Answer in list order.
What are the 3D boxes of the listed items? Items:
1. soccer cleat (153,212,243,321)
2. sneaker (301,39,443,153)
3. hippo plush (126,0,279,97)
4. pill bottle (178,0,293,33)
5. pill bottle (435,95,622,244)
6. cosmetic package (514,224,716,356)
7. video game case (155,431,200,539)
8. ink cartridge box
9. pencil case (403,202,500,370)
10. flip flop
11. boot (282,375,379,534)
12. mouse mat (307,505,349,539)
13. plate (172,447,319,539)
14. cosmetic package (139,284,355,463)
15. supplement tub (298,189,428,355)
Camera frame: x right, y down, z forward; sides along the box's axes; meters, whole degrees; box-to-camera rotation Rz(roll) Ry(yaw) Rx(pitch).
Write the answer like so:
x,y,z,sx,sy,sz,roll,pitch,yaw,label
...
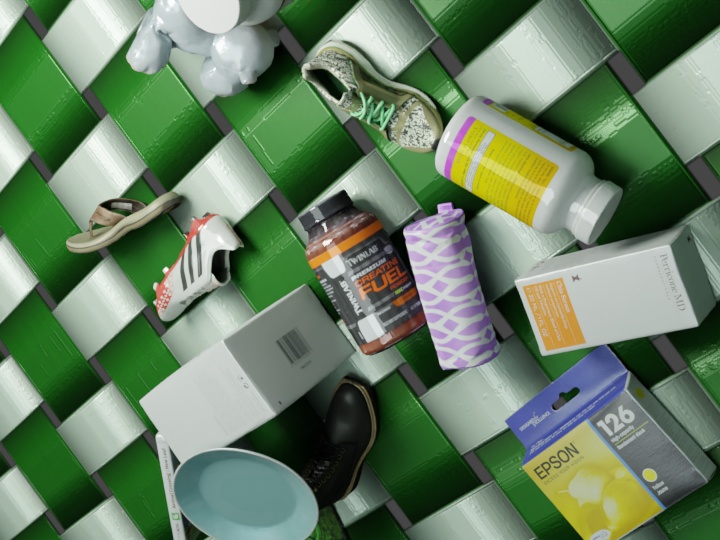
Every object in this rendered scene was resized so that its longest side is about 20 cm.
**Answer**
x,y,z,sx,sy,sz,roll,pitch,yaw,label
-0.228,0.009,1.791,0.085,0.069,0.200,41,122,16,soccer cleat
0.007,-0.198,1.532,0.200,0.089,0.077,35,125,15,sneaker
-0.181,-0.309,1.599,0.161,0.160,0.200,27,145,-16,hippo plush
-0.110,-0.339,1.395,0.113,0.200,0.113,21,133,24,pill bottle
0.191,-0.109,1.442,0.200,0.104,0.104,32,124,18,pill bottle
0.289,0.025,1.459,0.200,0.071,0.102,-16,101,36,cosmetic package
-0.234,0.270,1.825,0.022,0.200,0.182,-1,111,15,video game case
0.294,0.221,1.559,0.200,0.047,0.198,47,128,4,ink cartridge box
0.116,0.024,1.562,0.084,0.085,0.200,-4,109,38,pencil case
-0.342,-0.078,1.816,0.200,0.081,0.058,-23,102,33,flip flop
-0.044,0.256,1.733,0.077,0.138,0.200,20,119,24,boot
-0.077,0.414,1.907,0.161,0.008,0.200,-19,98,37,mouse mat
-0.150,0.297,1.685,0.200,0.026,0.200,7,129,9,plate
-0.152,0.142,1.714,0.200,0.199,0.123,-37,89,38,cosmetic package
0.000,0.000,1.613,0.107,0.107,0.200,-29,93,38,supplement tub
